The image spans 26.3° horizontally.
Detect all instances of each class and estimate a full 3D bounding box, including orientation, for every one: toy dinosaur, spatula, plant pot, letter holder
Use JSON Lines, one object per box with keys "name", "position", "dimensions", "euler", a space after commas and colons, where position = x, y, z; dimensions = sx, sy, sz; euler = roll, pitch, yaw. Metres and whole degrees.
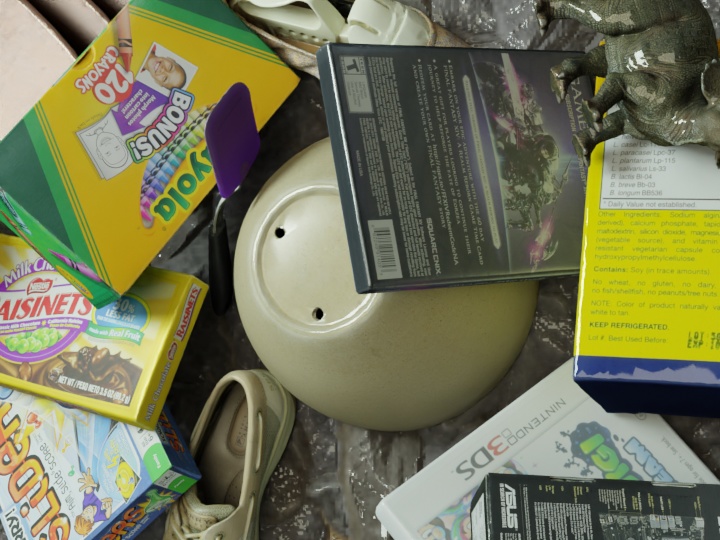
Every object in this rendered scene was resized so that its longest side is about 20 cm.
{"name": "toy dinosaur", "position": [0.156, -0.118, 0.838], "dimensions": [0.101, 0.077, 0.201], "euler": [-17, 58, -4]}
{"name": "spatula", "position": [-0.086, -0.037, 0.989], "dimensions": [0.020, 0.201, 0.057], "euler": [22, 51, 9]}
{"name": "plant pot", "position": [0.000, 0.000, 0.962], "dimensions": [0.198, 0.134, 0.203], "euler": [-2, 84, 20]}
{"name": "letter holder", "position": [-0.241, -0.180, 1.091], "dimensions": [0.200, 0.100, 0.143], "euler": [39, 97, 20]}

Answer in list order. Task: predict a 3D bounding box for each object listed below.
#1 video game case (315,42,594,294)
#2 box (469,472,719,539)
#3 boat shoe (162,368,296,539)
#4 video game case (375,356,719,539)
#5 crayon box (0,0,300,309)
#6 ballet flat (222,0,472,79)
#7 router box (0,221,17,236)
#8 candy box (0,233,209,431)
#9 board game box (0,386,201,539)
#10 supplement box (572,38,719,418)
{"name": "video game case", "position": [0.071, -0.063, 0.921], "dimensions": [0.019, 0.198, 0.144], "euler": [-22, 75, 53]}
{"name": "box", "position": [0.144, 0.212, 0.828], "dimensions": [0.158, 0.044, 0.202], "euler": [3, 59, -9]}
{"name": "boat shoe", "position": [-0.101, 0.162, 1.022], "dimensions": [0.072, 0.065, 0.202], "euler": [20, 92, 21]}
{"name": "video game case", "position": [0.138, 0.164, 0.894], "dimensions": [0.181, 0.024, 0.200], "euler": [-32, 71, -26]}
{"name": "crayon box", "position": [-0.145, -0.089, 0.993], "dimensions": [0.119, 0.058, 0.201], "euler": [43, 66, -13]}
{"name": "ballet flat", "position": [-0.013, -0.156, 1.010], "dimensions": [0.198, 0.067, 0.069], "euler": [16, 66, 21]}
{"name": "router box", "position": [-0.350, -0.006, 1.063], "dimensions": [0.179, 0.200, 0.049], "euler": [-42, 72, 11]}
{"name": "candy box", "position": [-0.198, 0.037, 1.034], "dimensions": [0.198, 0.026, 0.103], "euler": [11, 72, 35]}
{"name": "board game box", "position": [-0.200, 0.104, 1.049], "dimensions": [0.135, 0.034, 0.201], "euler": [-43, 53, 12]}
{"name": "supplement box", "position": [0.192, -0.022, 0.887], "dimensions": [0.108, 0.109, 0.202], "euler": [2, 77, 21]}
